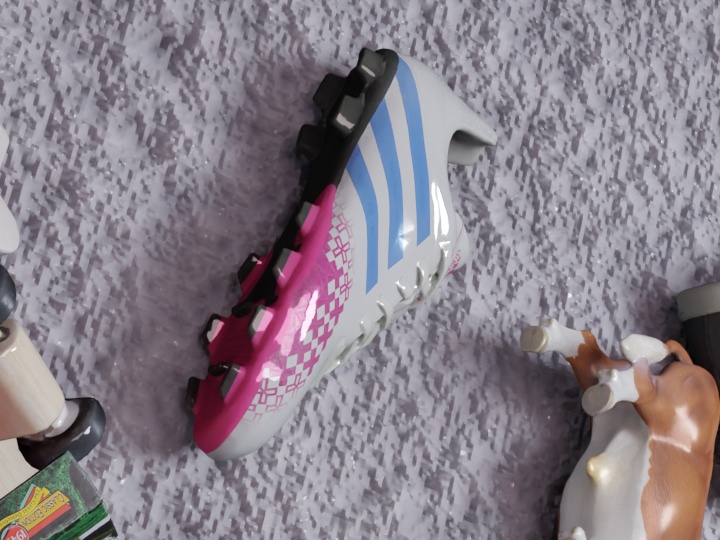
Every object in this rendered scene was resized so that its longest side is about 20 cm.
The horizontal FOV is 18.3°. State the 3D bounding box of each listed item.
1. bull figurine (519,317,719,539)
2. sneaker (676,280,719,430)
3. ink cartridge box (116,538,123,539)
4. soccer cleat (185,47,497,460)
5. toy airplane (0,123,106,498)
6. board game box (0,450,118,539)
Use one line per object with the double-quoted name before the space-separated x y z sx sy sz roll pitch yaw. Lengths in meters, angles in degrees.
"bull figurine" 0.108 0.117 0.944 0.121 0.065 0.201 36 54 -44
"sneaker" 0.244 0.047 1.046 0.199 0.075 0.107 -9 86 -20
"ink cartridge box" -0.082 0.192 0.743 0.145 0.084 0.200 33 24 9
"soccer cleat" 0.000 0.000 0.922 0.086 0.070 0.201 32 64 -17
"toy airplane" -0.178 0.016 0.782 0.141 0.199 0.201 -29 81 2
"board game box" -0.163 0.129 0.695 0.200 0.105 0.023 -36 80 -10
